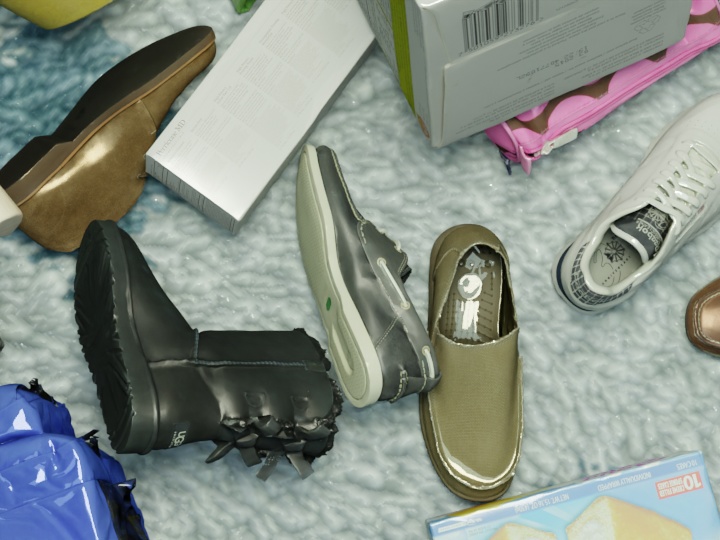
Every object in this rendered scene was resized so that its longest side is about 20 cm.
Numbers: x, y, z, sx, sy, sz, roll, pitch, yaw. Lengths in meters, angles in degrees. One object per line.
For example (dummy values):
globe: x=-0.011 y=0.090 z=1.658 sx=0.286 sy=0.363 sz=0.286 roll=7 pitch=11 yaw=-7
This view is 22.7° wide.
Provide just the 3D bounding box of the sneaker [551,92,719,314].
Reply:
sneaker: x=0.221 y=-0.048 z=1.283 sx=0.076 sy=0.081 sz=0.200 roll=39 pitch=84 yaw=4

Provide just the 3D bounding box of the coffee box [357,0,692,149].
coffee box: x=0.092 y=-0.238 z=1.179 sx=0.199 sy=0.200 sz=0.198 roll=-24 pitch=69 yaw=-4

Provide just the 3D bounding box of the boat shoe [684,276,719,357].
boat shoe: x=0.333 y=0.025 z=1.282 sx=0.199 sy=0.072 sz=0.076 roll=-7 pitch=85 yaw=-2

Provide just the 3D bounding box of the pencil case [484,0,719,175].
pencil case: x=0.172 y=-0.155 z=1.289 sx=0.200 sy=0.091 sz=0.094 roll=-34 pitch=55 yaw=-3

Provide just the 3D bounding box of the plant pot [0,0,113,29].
plant pot: x=-0.215 y=-0.255 z=1.252 sx=0.200 sy=0.200 sz=0.142 roll=-31 pitch=111 yaw=-4

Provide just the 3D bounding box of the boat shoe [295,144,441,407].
boat shoe: x=0.000 y=0.000 z=1.273 sx=0.067 sy=0.072 sz=0.201 roll=-11 pitch=66 yaw=-20

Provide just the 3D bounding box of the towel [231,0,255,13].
towel: x=-0.109 y=-0.294 z=1.264 sx=0.031 sy=0.149 sz=0.201 roll=-25 pitch=87 yaw=-13

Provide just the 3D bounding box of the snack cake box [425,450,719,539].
snack cake box: x=0.156 y=0.207 z=1.265 sx=0.199 sy=0.067 sz=0.115 roll=-15 pitch=85 yaw=-2

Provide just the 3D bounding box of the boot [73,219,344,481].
boot: x=-0.106 y=0.054 z=1.254 sx=0.162 sy=0.073 sz=0.199 roll=4 pitch=49 yaw=-29

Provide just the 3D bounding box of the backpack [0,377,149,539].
backpack: x=-0.221 y=0.169 z=1.195 sx=0.162 sy=0.200 sz=0.169 roll=-16 pitch=76 yaw=2

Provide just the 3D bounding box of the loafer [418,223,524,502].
loafer: x=0.078 y=0.064 z=1.275 sx=0.076 sy=0.067 sz=0.201 roll=-5 pitch=85 yaw=-2

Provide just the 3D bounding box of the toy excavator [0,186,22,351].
toy excavator: x=-0.298 y=0.023 z=1.203 sx=0.194 sy=0.200 sz=0.100 roll=-40 pitch=88 yaw=-4

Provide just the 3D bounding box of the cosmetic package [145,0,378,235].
cosmetic package: x=-0.063 y=-0.130 z=1.284 sx=0.082 sy=0.051 sz=0.200 roll=36 pitch=75 yaw=0

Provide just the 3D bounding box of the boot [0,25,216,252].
boot: x=-0.172 y=-0.096 z=1.296 sx=0.200 sy=0.074 sz=0.076 roll=-43 pitch=115 yaw=-7
